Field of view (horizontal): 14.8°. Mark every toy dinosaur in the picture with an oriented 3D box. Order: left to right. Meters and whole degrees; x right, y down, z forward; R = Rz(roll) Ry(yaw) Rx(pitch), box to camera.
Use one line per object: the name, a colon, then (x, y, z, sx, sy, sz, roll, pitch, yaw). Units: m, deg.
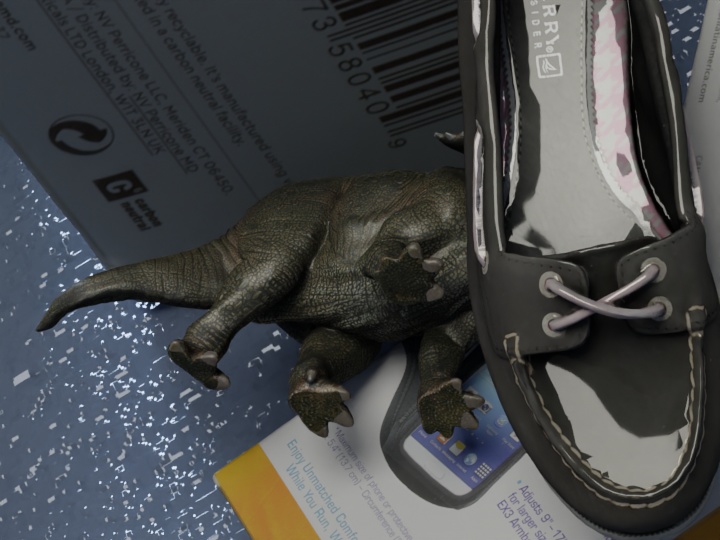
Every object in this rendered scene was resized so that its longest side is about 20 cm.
toy dinosaur: (0.000, 0.000, 0.843, 0.200, 0.077, 0.102, -21, 24, 27)

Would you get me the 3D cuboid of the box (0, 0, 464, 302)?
box: (-0.034, -0.132, 0.900, 0.200, 0.199, 0.171, -18, 51, 14)

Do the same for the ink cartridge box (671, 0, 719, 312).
ink cartridge box: (0.183, -0.048, 0.744, 0.200, 0.050, 0.161, 8, 79, 35)

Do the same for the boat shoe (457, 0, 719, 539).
boat shoe: (0.057, -0.028, 0.749, 0.067, 0.057, 0.200, -9, 70, 5)

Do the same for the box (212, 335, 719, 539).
box: (0.067, 0.051, 0.829, 0.200, 0.041, 0.119, -34, 49, -2)
